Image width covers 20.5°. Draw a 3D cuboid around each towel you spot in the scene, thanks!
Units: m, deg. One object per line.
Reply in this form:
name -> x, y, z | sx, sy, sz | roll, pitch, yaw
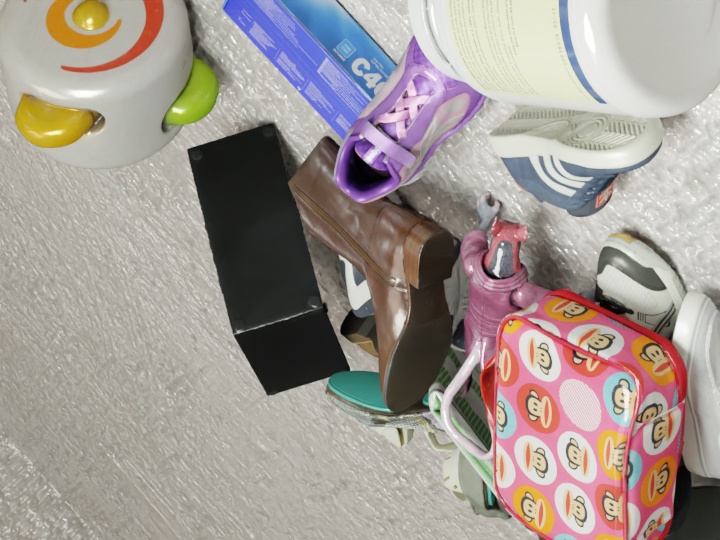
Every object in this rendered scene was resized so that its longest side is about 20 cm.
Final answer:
towel -> 0.122, 0.134, 1.811 | 0.153, 0.023, 0.200 | 51, -160, -6

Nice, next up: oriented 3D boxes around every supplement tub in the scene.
supplement tub -> 0.137, -0.178, 1.298 | 0.199, 0.145, 0.146 | 13, 139, 53

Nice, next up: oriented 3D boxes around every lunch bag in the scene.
lunch bag -> 0.167, 0.123, 1.576 | 0.175, 0.082, 0.202 | 27, 129, 37

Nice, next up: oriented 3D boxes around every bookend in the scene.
bookend -> -0.089, -0.006, 1.973 | 0.200, 0.091, 0.200 | 71, -177, -68

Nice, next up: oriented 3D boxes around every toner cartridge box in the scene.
toner cartridge box -> -0.029, -0.183, 1.708 | 0.200, 0.043, 0.095 | 47, 156, 1

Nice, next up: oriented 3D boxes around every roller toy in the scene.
roller toy -> -0.251, -0.203, 1.880 | 0.183, 0.199, 0.140 | 58, 163, 29

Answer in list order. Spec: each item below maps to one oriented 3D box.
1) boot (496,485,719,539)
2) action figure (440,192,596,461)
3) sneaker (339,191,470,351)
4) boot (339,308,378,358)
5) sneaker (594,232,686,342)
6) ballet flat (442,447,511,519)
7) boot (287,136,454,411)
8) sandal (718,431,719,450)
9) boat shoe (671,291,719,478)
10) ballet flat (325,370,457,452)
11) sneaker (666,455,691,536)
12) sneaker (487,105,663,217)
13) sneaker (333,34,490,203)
boot -> 0.229, 0.208, 1.799 | 0.174, 0.198, 0.070 | -106, 3, -72
action figure -> 0.110, 0.032, 1.668 | 0.134, 0.149, 0.201 | 32, 147, 31
sneaker -> 0.046, 0.017, 1.847 | 0.199, 0.079, 0.130 | 40, 157, 17
boot -> 0.050, 0.067, 1.939 | 0.075, 0.074, 0.200 | 41, 170, -17
sneaker -> 0.214, 0.060, 1.611 | 0.075, 0.088, 0.201 | 31, 150, 37
ballet flat -> 0.109, 0.201, 1.910 | 0.063, 0.068, 0.200 | 1, 161, 14
boot -> 0.000, 0.000, 1.749 | 0.200, 0.064, 0.188 | 37, 125, 43
sandal -> 0.341, 0.185, 1.588 | 0.207, 0.078, 0.060 | 63, -166, -47
boat shoe -> 0.287, 0.097, 1.575 | 0.068, 0.072, 0.201 | 9, 134, 25
ballet flat -> 0.057, 0.145, 1.959 | 0.199, 0.072, 0.072 | 4, 137, 25
sneaker -> 0.232, 0.173, 1.705 | 0.201, 0.074, 0.088 | -112, 11, -53
sneaker -> 0.174, -0.080, 1.484 | 0.085, 0.075, 0.200 | 57, 165, -18
sneaker -> 0.037, -0.121, 1.585 | 0.080, 0.088, 0.200 | 43, 135, 7
